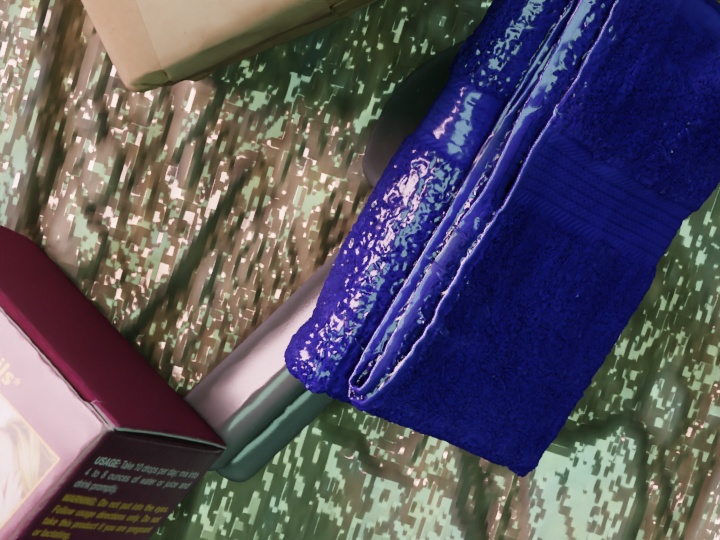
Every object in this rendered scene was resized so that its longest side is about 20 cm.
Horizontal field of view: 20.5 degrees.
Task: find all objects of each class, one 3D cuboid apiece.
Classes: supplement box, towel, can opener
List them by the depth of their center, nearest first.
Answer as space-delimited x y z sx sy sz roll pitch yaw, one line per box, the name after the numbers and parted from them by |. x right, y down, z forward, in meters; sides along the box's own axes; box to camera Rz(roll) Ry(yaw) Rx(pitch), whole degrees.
0.073 -0.020 0.750 0.147 0.050 0.200 24 101 -43 | towel
-0.173 0.093 0.756 0.200 0.103 0.131 -48 68 7 | supplement box
0.000 0.000 0.795 0.200 0.053 0.066 -48 61 5 | can opener

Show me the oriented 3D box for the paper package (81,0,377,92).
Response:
-0.068 -0.170 0.692 0.103 0.191 0.201 -24 96 3 | paper package
